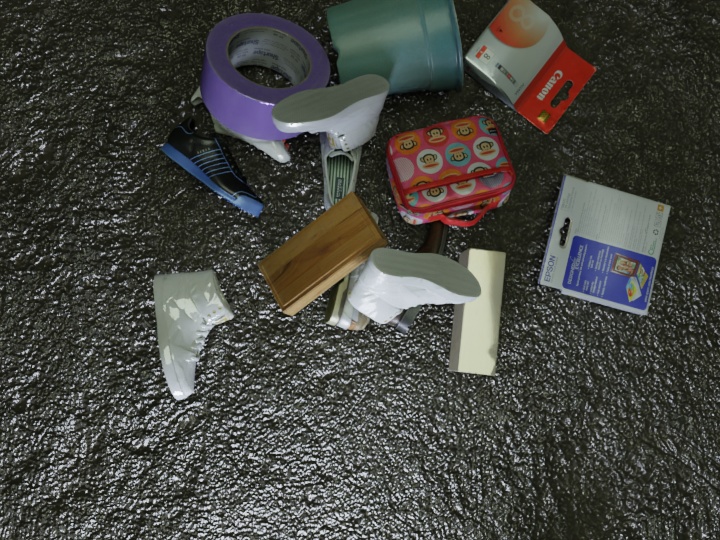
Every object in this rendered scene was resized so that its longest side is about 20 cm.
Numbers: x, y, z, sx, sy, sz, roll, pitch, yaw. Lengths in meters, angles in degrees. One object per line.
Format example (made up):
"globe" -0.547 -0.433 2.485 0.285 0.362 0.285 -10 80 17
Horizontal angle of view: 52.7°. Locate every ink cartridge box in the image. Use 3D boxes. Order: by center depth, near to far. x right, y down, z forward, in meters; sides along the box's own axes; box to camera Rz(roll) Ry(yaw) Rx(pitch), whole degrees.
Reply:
"ink cartridge box" 0.416 -0.044 1.254 0.199 0.047 0.199 16 84 -1
"ink cartridge box" 0.299 -0.363 1.276 0.200 0.050 0.162 38 82 3

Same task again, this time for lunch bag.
"lunch bag" 0.149 -0.154 1.205 0.199 0.082 0.177 -14 70 -5

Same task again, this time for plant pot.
"plant pot" 0.052 -0.374 1.193 0.195 0.200 0.202 -11 85 2

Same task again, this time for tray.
"tray" -0.063 -0.027 1.166 0.200 0.037 0.099 -37 65 12

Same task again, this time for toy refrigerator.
"toy refrigerator" 0.196 0.070 1.205 0.069 0.076 0.201 6 82 -4

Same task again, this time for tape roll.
"tape roll" -0.154 -0.314 1.173 0.199 0.085 0.201 10 56 -15

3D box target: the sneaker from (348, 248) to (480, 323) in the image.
"sneaker" 0.079 0.032 1.132 0.199 0.116 0.074 13 45 -24

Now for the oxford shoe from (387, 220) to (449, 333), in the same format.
"oxford shoe" 0.085 -0.003 1.206 0.084 0.073 0.201 28 82 1

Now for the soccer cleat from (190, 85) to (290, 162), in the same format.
"soccer cleat" -0.198 -0.242 1.215 0.078 0.069 0.200 -44 82 -3

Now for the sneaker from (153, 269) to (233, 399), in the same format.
"sneaker" -0.258 0.097 1.157 0.115 0.074 0.201 -9 83 -3

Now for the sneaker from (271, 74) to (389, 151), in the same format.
"sneaker" -0.047 -0.224 1.130 0.199 0.116 0.074 -21 59 -25

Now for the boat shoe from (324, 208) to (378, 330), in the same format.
"boat shoe" 0.000 0.000 1.203 0.068 0.075 0.201 18 83 -16

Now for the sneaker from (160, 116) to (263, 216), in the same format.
"sneaker" -0.231 -0.172 1.199 0.200 0.070 0.078 37 89 1

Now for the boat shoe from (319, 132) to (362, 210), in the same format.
"boat shoe" -0.029 -0.192 1.219 0.073 0.067 0.201 -3 84 -5
